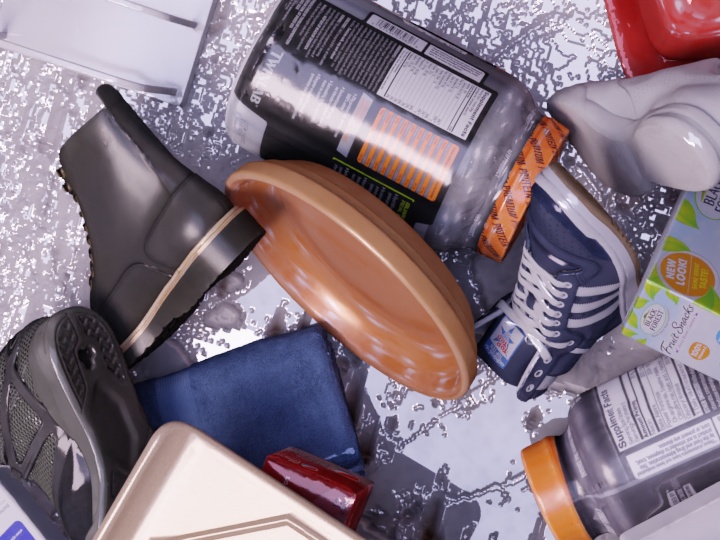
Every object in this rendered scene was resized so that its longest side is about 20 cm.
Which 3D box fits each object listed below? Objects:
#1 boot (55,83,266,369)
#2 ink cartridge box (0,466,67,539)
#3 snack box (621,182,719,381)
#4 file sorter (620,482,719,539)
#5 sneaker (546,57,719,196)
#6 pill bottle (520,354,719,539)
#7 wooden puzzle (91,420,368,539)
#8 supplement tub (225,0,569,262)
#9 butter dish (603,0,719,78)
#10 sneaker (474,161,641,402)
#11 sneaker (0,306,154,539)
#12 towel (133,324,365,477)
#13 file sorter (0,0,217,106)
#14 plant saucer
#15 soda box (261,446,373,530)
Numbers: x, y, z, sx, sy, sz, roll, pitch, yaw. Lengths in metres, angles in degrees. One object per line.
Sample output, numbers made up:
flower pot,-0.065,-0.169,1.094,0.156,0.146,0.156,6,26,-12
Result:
boot,-0.164,-0.016,1.447,0.138,0.077,0.200,46,122,1
ink cartridge box,-0.206,0.231,1.431,0.099,0.039,0.200,-44,71,10
snack box,0.255,-0.008,1.362,0.141,0.200,0.053,25,133,6
file sorter,0.264,0.232,1.338,0.138,0.125,0.201,-26,123,-7
sneaker,0.191,-0.097,1.378,0.088,0.200,0.075,-42,111,-13
pill bottle,0.203,0.106,1.413,0.199,0.106,0.107,-25,89,8
wooden puzzle,-0.077,0.216,1.349,0.199,0.037,0.186,31,96,6
supplement tub,0.024,-0.093,1.420,0.199,0.123,0.123,29,96,5
butter dish,0.239,-0.218,1.374,0.198,0.148,0.201,-14,90,8
sneaker,0.112,0.013,1.370,0.108,0.200,0.070,-38,65,-2
sneaker,-0.182,0.128,1.432,0.114,0.076,0.201,-17,96,47
towel,-0.099,0.115,1.475,0.198,0.049,0.113,-19,71,9
file sorter,-0.159,-0.224,1.438,0.138,0.125,0.202,18,94,6
plant saucer,0.000,0.000,1.399,0.200,0.200,0.037,42,74,4
soda box,-0.060,0.215,1.397,0.063,0.070,0.202,22,94,9
